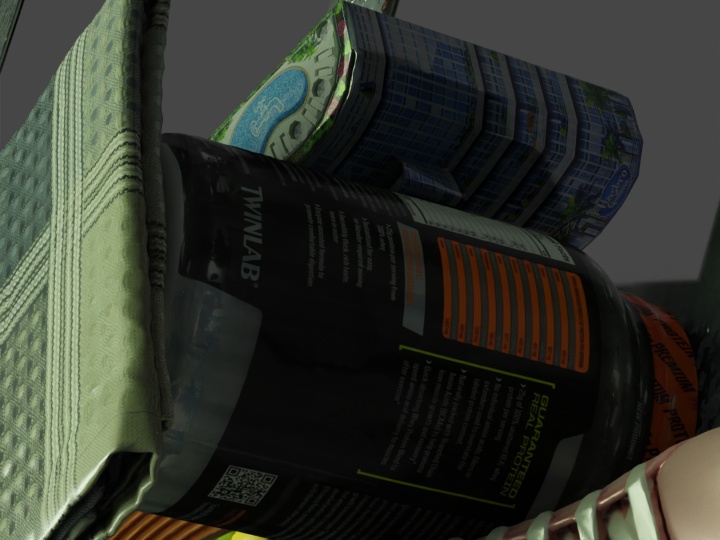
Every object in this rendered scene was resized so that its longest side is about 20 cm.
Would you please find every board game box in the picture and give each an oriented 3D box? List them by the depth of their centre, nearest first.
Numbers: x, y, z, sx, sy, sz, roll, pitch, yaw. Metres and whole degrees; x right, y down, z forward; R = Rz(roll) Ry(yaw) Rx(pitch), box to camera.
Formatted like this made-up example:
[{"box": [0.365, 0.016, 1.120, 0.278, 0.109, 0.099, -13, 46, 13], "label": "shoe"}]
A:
[{"box": [-0.023, -0.007, 0.881, 0.200, 0.199, 0.062, -43, 51, 35], "label": "board game box"}]

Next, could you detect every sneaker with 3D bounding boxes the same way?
[{"box": [0.056, 0.109, 0.723, 0.200, 0.104, 0.076, -49, 41, 47], "label": "sneaker"}]

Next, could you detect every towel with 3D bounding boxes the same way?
[{"box": [-0.104, 0.032, 0.752, 0.193, 0.034, 0.201, -48, 34, 41], "label": "towel"}]

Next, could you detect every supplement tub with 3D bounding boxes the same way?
[{"box": [0.005, 0.035, 0.785, 0.123, 0.199, 0.123, -43, 39, 49], "label": "supplement tub"}]

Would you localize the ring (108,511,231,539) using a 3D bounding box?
[{"box": [-0.034, 0.143, 0.865, 0.019, 0.200, 0.201, 64, -160, -49], "label": "ring"}]

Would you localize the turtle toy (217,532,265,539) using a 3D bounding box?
[{"box": [-0.092, 0.173, 0.997, 0.101, 0.199, 0.146, 63, -146, -55], "label": "turtle toy"}]
